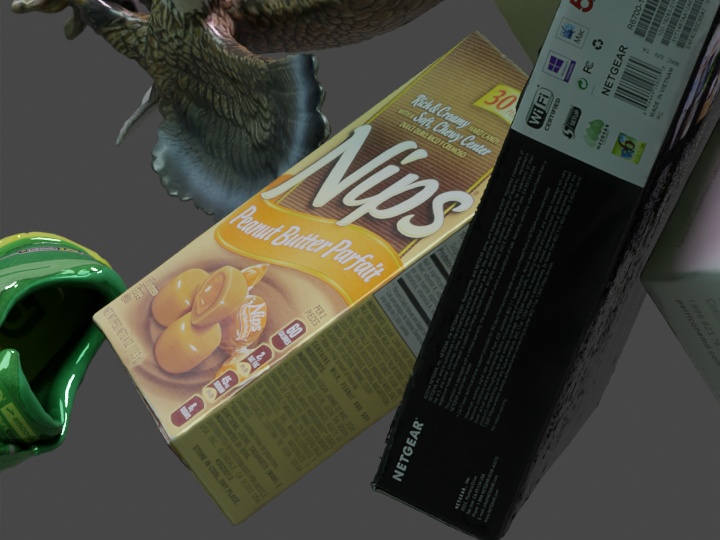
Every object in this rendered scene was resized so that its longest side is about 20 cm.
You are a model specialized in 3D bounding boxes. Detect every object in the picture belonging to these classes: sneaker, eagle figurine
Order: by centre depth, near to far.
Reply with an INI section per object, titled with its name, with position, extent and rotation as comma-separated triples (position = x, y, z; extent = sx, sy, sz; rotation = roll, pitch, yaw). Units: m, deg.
[sneaker]
position = -0.173, 0.058, 1.239
extent = 0.083, 0.074, 0.200
rotation = 5, 50, 51
[eagle figurine]
position = -0.052, -0.103, 1.313
extent = 0.199, 0.151, 0.153
rotation = 25, 104, 24

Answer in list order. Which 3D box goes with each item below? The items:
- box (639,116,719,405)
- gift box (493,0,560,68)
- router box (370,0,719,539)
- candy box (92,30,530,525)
[box]
position = 0.218, -0.020, 0.949
extent = 0.199, 0.107, 0.153
rotation = -3, 44, 41
[gift box]
position = 0.140, -0.199, 1.178
extent = 0.199, 0.187, 0.185
rotation = -11, 39, 34
[router box]
position = 0.077, -0.026, 0.983
extent = 0.201, 0.051, 0.149
rotation = -69, -11, 20
[candy box]
position = 0.000, 0.000, 1.172
extent = 0.200, 0.055, 0.115
rotation = -37, 32, -2
